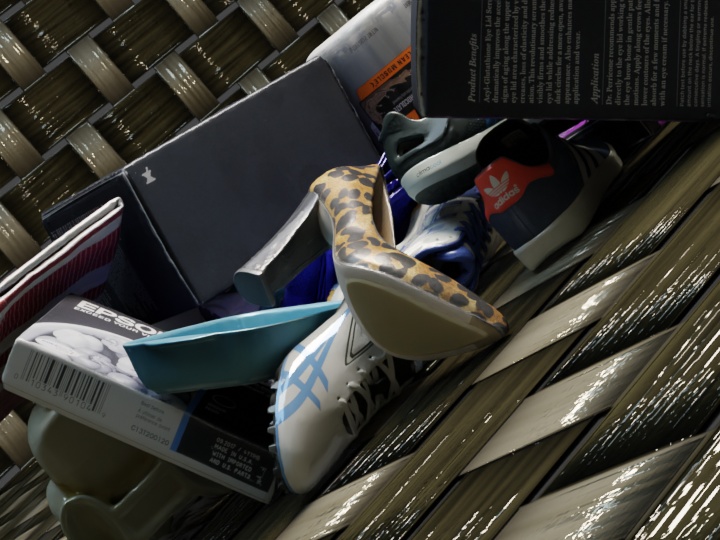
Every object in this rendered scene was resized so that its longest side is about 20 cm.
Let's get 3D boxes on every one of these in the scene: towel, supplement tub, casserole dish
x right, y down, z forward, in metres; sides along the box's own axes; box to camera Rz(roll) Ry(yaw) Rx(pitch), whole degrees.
[{"bbox_3d":[0.000,0.000,1.558,0.148,0.049,0.201,-39,-24,-30],"label":"towel"},{"bbox_3d":[-0.238,0.042,1.531,0.144,0.023,0.200,-42,-14,-34],"label":"towel"},{"bbox_3d":[0.059,-0.123,1.624,0.122,0.200,0.123,-38,4,3],"label":"supplement tub"},{"bbox_3d":[-0.074,0.051,1.369,0.120,0.039,0.200,-7,3,25],"label":"casserole dish"}]

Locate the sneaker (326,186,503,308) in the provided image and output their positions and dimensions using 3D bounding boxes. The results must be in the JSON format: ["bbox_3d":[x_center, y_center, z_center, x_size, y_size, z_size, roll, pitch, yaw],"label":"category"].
[{"bbox_3d":[0.067,-0.010,1.477,0.200,0.075,0.088,-47,24,-28],"label":"sneaker"}]

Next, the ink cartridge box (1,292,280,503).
[{"bbox_3d":[-0.131,0.078,1.434,0.200,0.197,0.044,-62,-5,-77],"label":"ink cartridge box"}]

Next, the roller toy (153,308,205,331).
[{"bbox_3d":[-0.154,0.031,1.795,0.199,0.141,0.182,-3,16,21],"label":"roller toy"}]

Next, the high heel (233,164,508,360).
[{"bbox_3d":[0.034,-0.016,1.299,0.199,0.072,0.143,14,44,33],"label":"high heel"}]

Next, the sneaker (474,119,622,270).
[{"bbox_3d":[0.123,-0.072,1.400,0.075,0.085,0.200,-39,5,19],"label":"sneaker"}]

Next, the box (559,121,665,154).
[{"bbox_3d":[0.227,-0.148,1.547,0.200,0.036,0.143,-43,5,-30],"label":"box"}]

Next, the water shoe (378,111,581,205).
[{"bbox_3d":[0.106,-0.127,1.459,0.199,0.079,0.072,-31,-14,-4],"label":"water shoe"}]

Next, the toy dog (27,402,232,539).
[{"bbox_3d":[-0.191,0.125,1.554,0.140,0.193,0.200,-53,11,5],"label":"toy dog"}]

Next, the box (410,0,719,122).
[{"bbox_3d":[0.132,-0.153,1.342,0.198,0.105,0.148,1,7,1],"label":"box"}]

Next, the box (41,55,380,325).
[{"bbox_3d":[-0.116,-0.055,1.611,0.199,0.124,0.196,-33,5,-27],"label":"box"}]

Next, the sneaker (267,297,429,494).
[{"bbox_3d":[-0.001,0.065,1.310,0.072,0.072,0.200,1,38,28],"label":"sneaker"}]

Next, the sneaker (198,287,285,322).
[{"bbox_3d":[-0.069,0.048,1.643,0.080,0.078,0.200,-40,-13,-7],"label":"sneaker"}]
